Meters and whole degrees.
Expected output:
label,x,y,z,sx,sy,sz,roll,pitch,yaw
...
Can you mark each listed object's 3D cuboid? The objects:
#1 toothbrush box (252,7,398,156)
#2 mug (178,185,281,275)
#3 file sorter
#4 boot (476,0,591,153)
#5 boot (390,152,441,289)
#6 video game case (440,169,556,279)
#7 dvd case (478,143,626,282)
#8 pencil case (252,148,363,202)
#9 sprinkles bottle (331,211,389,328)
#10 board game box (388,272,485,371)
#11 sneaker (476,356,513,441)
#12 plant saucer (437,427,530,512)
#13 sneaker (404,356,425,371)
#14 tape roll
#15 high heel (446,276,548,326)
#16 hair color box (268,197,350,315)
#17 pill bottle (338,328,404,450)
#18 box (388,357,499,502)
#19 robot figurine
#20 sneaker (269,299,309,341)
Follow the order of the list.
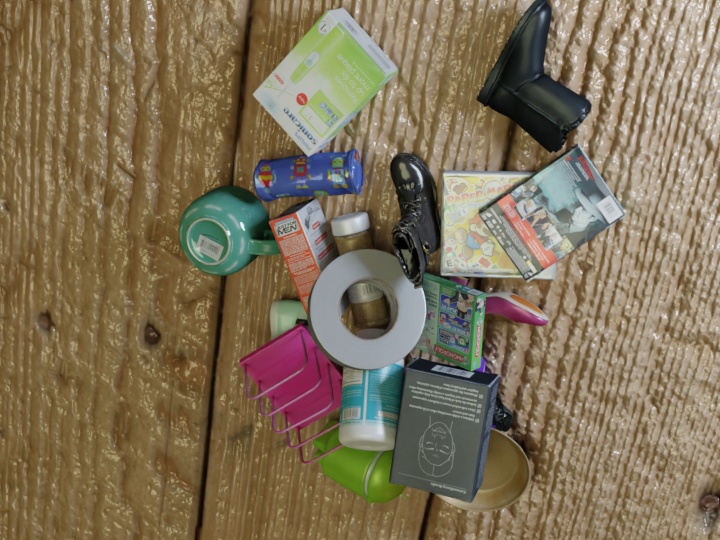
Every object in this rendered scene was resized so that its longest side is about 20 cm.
label,x,y,z,sx,sy,sz,roll,pitch,yaw
toothbrush box,-0.059,-0.318,1.621,0.200,0.086,0.146,-41,92,26
mug,-0.241,-0.073,1.743,0.183,0.114,0.154,-19,101,23
file sorter,-0.105,0.230,1.737,0.138,0.126,0.201,-30,122,9
boot,0.297,-0.304,1.514,0.167,0.076,0.201,34,121,9
boot,0.086,-0.087,1.601,0.069,0.174,0.202,-17,102,22
video game case,0.235,-0.076,1.626,0.197,0.023,0.185,2,108,8
dvd case,0.316,-0.094,1.587,0.199,0.022,0.147,-35,100,18
pencil case,-0.090,-0.164,1.685,0.197,0.087,0.079,-4,70,18
sprinkles bottle,0.000,0.000,1.711,0.067,0.068,0.203,-8,102,20
board game box,0.129,0.079,1.673,0.199,0.029,0.136,21,117,42
sneaker,0.228,0.243,1.727,0.098,0.070,0.202,8,118,14
plant saucer,0.207,0.347,1.727,0.197,0.036,0.202,6,121,10
sneaker,0.128,0.266,1.734,0.115,0.074,0.203,18,119,53
tape roll,0.009,0.068,1.627,0.197,0.066,0.203,1,82,-8
high heel,0.223,0.079,1.667,0.198,0.067,0.097,22,103,15
hair color box,-0.084,-0.017,1.714,0.063,0.111,0.202,-16,102,21
pill bottle,0.022,0.209,1.692,0.109,0.111,0.203,-2,69,18
box,0.143,0.267,1.623,0.147,0.107,0.203,11,96,16
robot figurine,0.007,0.357,1.791,0.198,0.116,0.177,23,133,29
sneaker,-0.103,0.155,1.797,0.117,0.074,0.203,2,108,18
